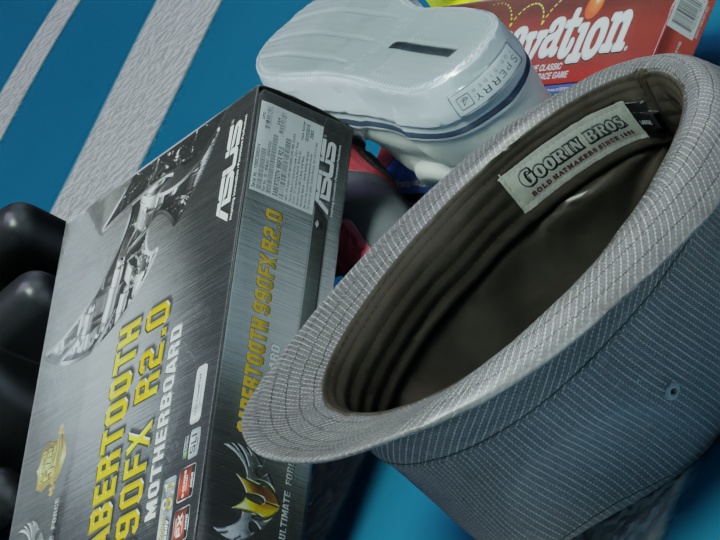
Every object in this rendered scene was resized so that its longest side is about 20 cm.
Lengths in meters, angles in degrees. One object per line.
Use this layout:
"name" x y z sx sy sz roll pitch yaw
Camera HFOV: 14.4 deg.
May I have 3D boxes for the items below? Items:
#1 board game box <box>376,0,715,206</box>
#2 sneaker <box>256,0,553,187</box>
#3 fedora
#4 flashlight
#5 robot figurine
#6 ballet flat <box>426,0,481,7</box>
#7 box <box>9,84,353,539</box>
"board game box" 0.067 -0.066 1.158 0.200 0.019 0.103 1 64 63
"sneaker" 0.018 -0.067 1.137 0.073 0.071 0.200 -39 23 -9
"fedora" 0.065 0.023 0.928 0.200 0.090 0.176 -50 21 -26
"flashlight" 0.000 0.000 1.127 0.067 0.068 0.200 -9 26 -12
"robot figurine" -0.200 0.053 1.358 0.200 0.125 0.150 -37 12 24
"ballet flat" 0.095 -0.147 1.219 0.200 0.067 0.067 -22 30 49
"box" -0.074 0.048 1.110 0.158 0.048 0.201 -29 46 50
